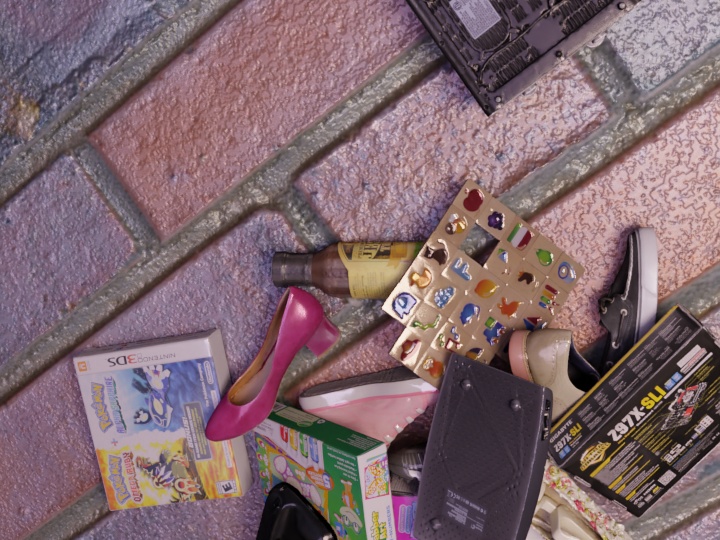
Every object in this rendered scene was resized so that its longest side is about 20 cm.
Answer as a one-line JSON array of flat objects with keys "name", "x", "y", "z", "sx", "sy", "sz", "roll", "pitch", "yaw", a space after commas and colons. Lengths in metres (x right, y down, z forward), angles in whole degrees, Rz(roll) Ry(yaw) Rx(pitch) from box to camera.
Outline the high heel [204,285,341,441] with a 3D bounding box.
[{"name": "high heel", "x": -0.117, "y": 0.105, "z": 0.995, "sx": 0.199, "sy": 0.067, "sz": 0.096, "roll": -39, "pitch": 129, "yaw": 5}]

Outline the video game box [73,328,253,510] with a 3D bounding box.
[{"name": "video game box", "x": -0.239, "y": 0.183, "z": 1.080, "sx": 0.180, "sy": 0.047, "sz": 0.202, "roll": -9, "pitch": 99, "yaw": 15}]

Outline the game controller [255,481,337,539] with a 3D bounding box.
[{"name": "game controller", "x": -0.079, "y": 0.331, "z": 1.011, "sx": 0.104, "sy": 0.042, "sz": 0.201, "roll": 33, "pitch": 130, "yaw": 21}]

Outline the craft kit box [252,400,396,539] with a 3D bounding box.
[{"name": "craft kit box", "x": -0.040, "y": 0.264, "z": 0.992, "sx": 0.199, "sy": 0.048, "sz": 0.200, "roll": 9, "pitch": 113, "yaw": 49}]

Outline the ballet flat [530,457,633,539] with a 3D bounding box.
[{"name": "ballet flat", "x": 0.196, "y": 0.243, "z": 0.901, "sx": 0.199, "sy": 0.064, "sz": 0.076, "roll": 35, "pitch": 113, "yaw": 14}]

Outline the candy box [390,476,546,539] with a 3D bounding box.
[{"name": "candy box", "x": 0.124, "y": 0.310, "z": 0.989, "sx": 0.198, "sy": 0.061, "sz": 0.138, "roll": 5, "pitch": 99, "yaw": 10}]

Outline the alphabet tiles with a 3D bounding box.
[{"name": "alphabet tiles", "x": 0.123, "y": 0.033, "z": 0.945, "sx": 0.167, "sy": 0.008, "sz": 0.201, "roll": 36, "pitch": 86, "yaw": -11}]

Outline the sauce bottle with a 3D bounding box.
[{"name": "sauce bottle", "x": 0.000, "y": 0.000, "z": 0.986, "sx": 0.198, "sy": 0.065, "sz": 0.065, "roll": 0, "pitch": 101, "yaw": 9}]

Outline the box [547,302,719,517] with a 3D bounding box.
[{"name": "box", "x": 0.306, "y": 0.150, "z": 0.917, "sx": 0.159, "sy": 0.049, "sz": 0.200, "roll": 34, "pitch": 104, "yaw": -32}]

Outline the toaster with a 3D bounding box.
[{"name": "toaster", "x": 0.144, "y": -0.278, "z": 0.876, "sx": 0.180, "sy": 0.119, "sz": 0.201, "roll": -36, "pitch": 93, "yaw": 15}]

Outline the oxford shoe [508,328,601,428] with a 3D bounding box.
[{"name": "oxford shoe", "x": 0.223, "y": 0.144, "z": 0.939, "sx": 0.073, "sy": 0.071, "sz": 0.201, "roll": -12, "pitch": 124, "yaw": 31}]

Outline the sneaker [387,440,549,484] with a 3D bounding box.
[{"name": "sneaker", "x": 0.124, "y": 0.183, "z": 0.989, "sx": 0.198, "sy": 0.066, "sz": 0.092, "roll": -6, "pitch": 90, "yaw": -5}]

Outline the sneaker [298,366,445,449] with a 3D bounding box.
[{"name": "sneaker", "x": 0.032, "y": 0.169, "z": 1.006, "sx": 0.198, "sy": 0.075, "sz": 0.106, "roll": -14, "pitch": 93, "yaw": 21}]

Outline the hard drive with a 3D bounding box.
[{"name": "hard drive", "x": 0.125, "y": 0.196, "z": 0.895, "sx": 0.134, "sy": 0.042, "sz": 0.202, "roll": 17, "pitch": 98, "yaw": 47}]

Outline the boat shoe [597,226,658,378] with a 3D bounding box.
[{"name": "boat shoe", "x": 0.279, "y": 0.053, "z": 0.941, "sx": 0.056, "sy": 0.069, "sz": 0.202, "roll": 4, "pitch": 104, "yaw": 11}]
